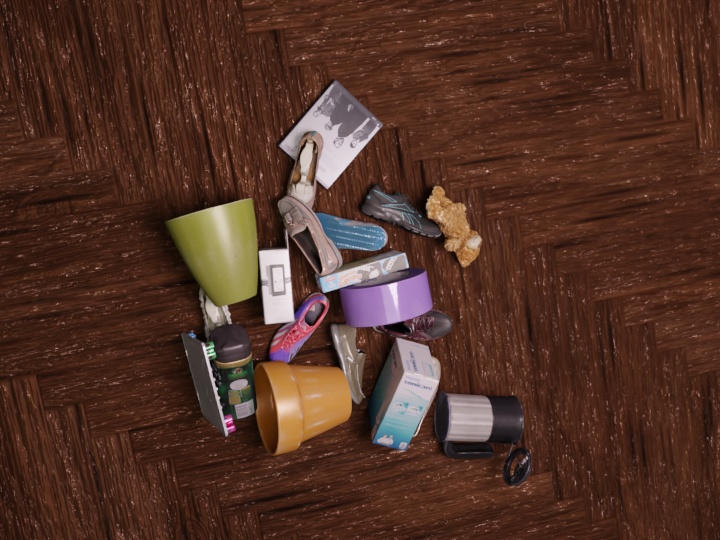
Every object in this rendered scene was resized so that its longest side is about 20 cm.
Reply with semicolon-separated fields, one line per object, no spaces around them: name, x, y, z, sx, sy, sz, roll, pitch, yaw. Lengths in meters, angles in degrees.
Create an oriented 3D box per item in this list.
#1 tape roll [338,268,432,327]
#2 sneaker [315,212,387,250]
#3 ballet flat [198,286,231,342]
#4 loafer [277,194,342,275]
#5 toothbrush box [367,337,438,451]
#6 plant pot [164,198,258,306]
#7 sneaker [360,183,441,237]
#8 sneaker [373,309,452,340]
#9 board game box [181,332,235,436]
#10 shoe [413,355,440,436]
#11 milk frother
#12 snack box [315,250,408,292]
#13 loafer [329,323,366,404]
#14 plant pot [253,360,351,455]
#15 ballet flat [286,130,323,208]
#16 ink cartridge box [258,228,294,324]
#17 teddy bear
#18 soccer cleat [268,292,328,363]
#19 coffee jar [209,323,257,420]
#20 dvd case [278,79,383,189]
tape roll;0.056;0.058;1.369;0.199;0.200;0.085;-12;98;-8
sneaker;-0.036;-0.083;1.407;0.199;0.081;0.077;13;95;9
ballet flat;-0.323;0.121;1.380;0.071;0.072;0.201;-16;98;-8
loafer;-0.118;-0.078;1.342;0.200;0.072;0.063;52;43;2
toothbrush box;0.092;0.278;1.394;0.085;0.147;0.201;16;112;-11
plant pot;-0.292;-0.032;1.307;0.186;0.187;0.201;-17;97;-8
sneaker;0.103;-0.135;1.423;0.199;0.075;0.080;21;89;-11
sneaker;0.130;0.134;1.430;0.199;0.116;0.076;2;95;-9
board game box;-0.330;0.237;1.326;0.026;0.200;0.201;-16;99;-27
shoe;0.149;0.305;1.481;0.070;0.053;0.201;19;92;-11
milk frother;0.286;0.392;1.440;0.187;0.200;0.181;4;98;-9
snack box;0.000;0.000;1.396;0.199;0.116;0.037;-16;98;-7
loafer;-0.016;0.215;1.433;0.069;0.075;0.201;-16;101;-8
plant pot;-0.126;0.292;1.375;0.183;0.200;0.201;-6;96;-24
ballet flat;-0.128;-0.209;1.361;0.068;0.067;0.201;10;107;-1
ink cartridge box;-0.190;0.010;1.366;0.068;0.116;0.201;-5;95;-10
teddy bear;0.220;-0.106;1.423;0.067;0.145;0.200;-27;95;28
soccer cleat;-0.143;0.138;1.406;0.068;0.073;0.200;38;88;-11
coffee jar;-0.278;0.220;1.343;0.085;0.104;0.201;-11;120;-19
dvd case;-0.067;-0.309;1.403;0.150;0.025;0.200;41;89;-11
